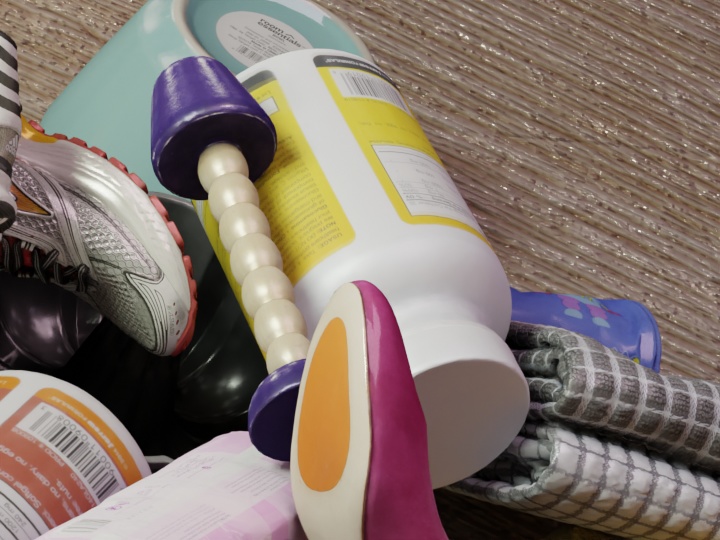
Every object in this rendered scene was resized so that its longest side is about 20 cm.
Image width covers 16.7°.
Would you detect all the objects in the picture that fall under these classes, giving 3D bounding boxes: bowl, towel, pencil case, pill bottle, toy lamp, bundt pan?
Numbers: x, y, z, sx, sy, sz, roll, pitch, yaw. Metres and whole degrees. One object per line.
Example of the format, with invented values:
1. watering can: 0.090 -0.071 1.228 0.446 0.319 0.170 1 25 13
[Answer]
1. bowl: -0.062 -0.082 1.313 0.201 0.105 0.201 18 35 -13
2. towel: 0.119 0.078 1.144 0.166 0.086 0.200 16 -3 -22
3. pencil case: 0.051 0.033 1.258 0.200 0.078 0.087 14 9 -17
4. pill bottle: 0.000 0.000 1.097 0.112 0.112 0.200 4 39 -30
5. toy lamp: -0.048 -0.012 1.024 0.058 0.058 0.200 6 44 -27
6. pill bottle: -0.168 0.129 0.946 0.112 0.112 0.200 32 34 8
7. bundt pan: -0.108 0.049 1.128 0.202 0.076 0.202 18 33 -12

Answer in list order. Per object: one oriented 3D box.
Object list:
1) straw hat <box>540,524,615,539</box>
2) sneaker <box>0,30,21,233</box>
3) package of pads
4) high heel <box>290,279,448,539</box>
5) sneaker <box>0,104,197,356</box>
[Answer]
1. straw hat: 0.095 0.162 1.100 0.201 0.085 0.201 18 34 -13
2. sneaker: -0.235 -0.076 1.022 0.200 0.076 0.115 3 73 5
3. package of pads: -0.069 0.140 0.945 0.076 0.121 0.200 10 14 20
4. high heel: 0.030 0.103 0.931 0.096 0.067 0.200 -3 85 -26
5. sneaker: -0.158 -0.021 1.072 0.200 0.078 0.082 34 58 8
